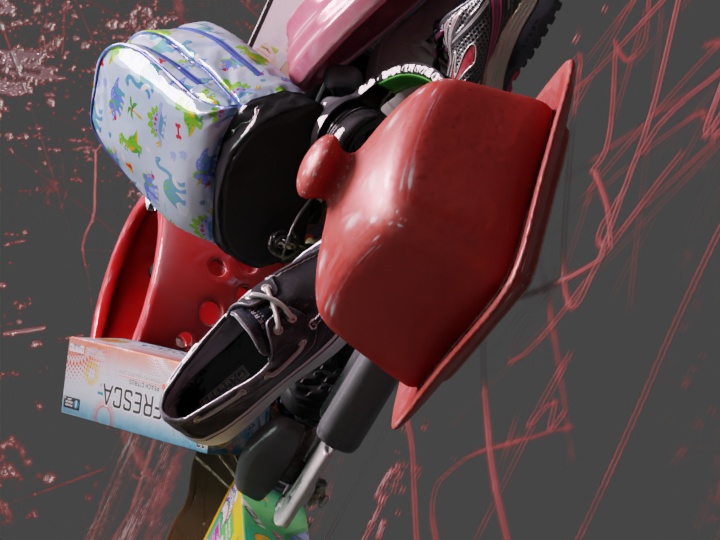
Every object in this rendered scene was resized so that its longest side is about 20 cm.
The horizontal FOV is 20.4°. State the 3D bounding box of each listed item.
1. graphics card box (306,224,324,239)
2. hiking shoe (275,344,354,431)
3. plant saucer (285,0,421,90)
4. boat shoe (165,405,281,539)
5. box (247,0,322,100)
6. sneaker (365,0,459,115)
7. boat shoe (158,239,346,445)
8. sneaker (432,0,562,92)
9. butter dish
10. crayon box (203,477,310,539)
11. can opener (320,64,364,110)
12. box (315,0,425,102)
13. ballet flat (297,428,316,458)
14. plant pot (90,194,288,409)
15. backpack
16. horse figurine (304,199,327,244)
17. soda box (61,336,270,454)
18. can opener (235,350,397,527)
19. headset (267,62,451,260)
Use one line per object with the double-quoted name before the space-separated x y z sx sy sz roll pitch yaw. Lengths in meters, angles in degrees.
"graphics card box" -0.110 -0.044 1.927 0.125 0.199 0.051 135 145 -63
"hiking shoe" -0.032 0.092 1.567 0.200 0.074 0.087 -78 0 -77
"plant saucer" 0.012 -0.226 1.593 0.200 0.051 0.201 -42 -1 -1
"boat shoe" -0.102 0.186 1.649 0.071 0.064 0.201 54 128 37
"box" -0.067 -0.173 1.734 0.201 0.060 0.117 -65 -4 5
"sneaker" 0.077 -0.203 1.587 0.116 0.074 0.200 -47 9 46
"boat shoe" -0.066 0.042 1.430 0.200 0.072 0.068 -42 -26 3
"sneaker" 0.082 -0.159 1.518 0.081 0.074 0.201 -90 26 -70
"butter dish" 0.030 -0.037 1.255 0.200 0.147 0.200 -53 15 51
"crayon box" -0.089 0.235 1.492 0.119 0.058 0.200 -63 9 8
"can opener" -0.022 -0.122 1.644 0.200 0.066 0.053 100 176 -81
"box" 0.022 -0.177 1.829 0.200 0.104 0.183 -55 12 47
"ballet flat" -0.087 0.162 1.719 0.200 0.046 0.068 -49 18 61
"plant pot" -0.135 0.047 1.815 0.200 0.182 0.202 -162 90 -72
"backpack" -0.126 -0.117 1.603 0.200 0.153 0.164 -119 31 -42
"horse figurine" 0.011 -0.076 1.652 0.200 0.050 0.132 -36 2 -20
"soda box" -0.158 0.100 1.619 0.199 0.063 0.069 10 94 47
"can opener" -0.020 0.099 1.411 0.200 0.066 0.053 -55 13 21
"headset" 0.011 -0.067 1.507 0.200 0.094 0.124 -36 52 24
